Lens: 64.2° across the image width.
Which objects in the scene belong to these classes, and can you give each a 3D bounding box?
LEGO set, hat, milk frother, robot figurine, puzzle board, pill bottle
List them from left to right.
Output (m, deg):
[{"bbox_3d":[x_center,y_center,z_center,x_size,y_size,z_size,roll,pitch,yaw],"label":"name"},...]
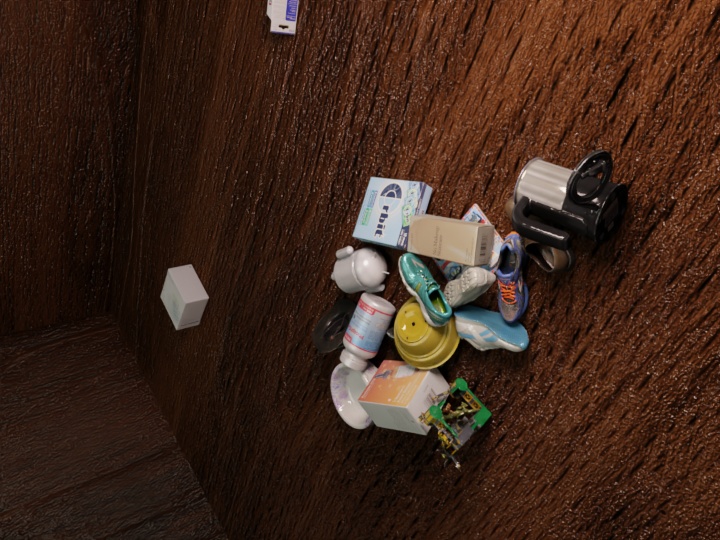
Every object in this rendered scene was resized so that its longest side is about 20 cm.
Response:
[{"bbox_3d":[-0.057,0.187,1.773,0.081,0.204,0.198,41,149,-28],"label":"hat"},{"bbox_3d":[0.000,0.000,1.643,0.170,0.114,0.198,44,145,-22],"label":"robot figurine"},{"bbox_3d":[0.015,0.176,1.631,0.108,0.108,0.204,31,102,40],"label":"pill bottle"},{"bbox_3d":[0.225,0.382,1.438,0.153,0.200,0.117,39,132,9],"label":"LEGO set"},{"bbox_3d":[0.264,-0.038,1.400,0.152,0.017,0.201,58,137,22],"label":"puzzle board"},{"bbox_3d":[0.385,-0.162,1.087,0.186,0.179,0.204,29,137,40],"label":"milk frother"}]

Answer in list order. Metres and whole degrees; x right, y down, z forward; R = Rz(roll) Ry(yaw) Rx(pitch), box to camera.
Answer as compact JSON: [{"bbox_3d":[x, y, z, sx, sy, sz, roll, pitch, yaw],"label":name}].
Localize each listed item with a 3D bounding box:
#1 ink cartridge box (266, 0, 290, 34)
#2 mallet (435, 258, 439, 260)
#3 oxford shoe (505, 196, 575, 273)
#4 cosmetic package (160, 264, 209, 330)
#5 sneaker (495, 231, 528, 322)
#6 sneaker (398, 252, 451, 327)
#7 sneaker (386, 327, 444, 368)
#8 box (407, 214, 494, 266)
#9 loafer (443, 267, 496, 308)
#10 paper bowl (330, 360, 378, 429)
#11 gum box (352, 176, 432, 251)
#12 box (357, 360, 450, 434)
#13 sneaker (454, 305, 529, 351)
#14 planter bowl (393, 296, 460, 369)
[{"bbox_3d":[-0.228,-0.818,1.711,0.037,0.093,0.205,30,122,40],"label":"ink cartridge box"},{"bbox_3d":[0.136,-0.069,1.517,0.200,0.040,0.067,44,129,36],"label":"mallet"},{"bbox_3d":[0.368,-0.080,1.218,0.202,0.083,0.073,56,137,26],"label":"oxford shoe"},{"bbox_3d":[-0.800,0.121,2.601,0.201,0.121,0.202,54,133,24],"label":"cosmetic package"},{"bbox_3d":[0.330,0.019,1.282,0.074,0.078,0.206,5,104,37],"label":"sneaker"},{"bbox_3d":[0.164,0.038,1.395,0.202,0.076,0.080,58,161,13],"label":"sneaker"},{"bbox_3d":[0.147,0.214,1.561,0.198,0.075,0.090,15,116,46],"label":"sneaker"},{"bbox_3d":[0.212,-0.075,1.368,0.197,0.077,0.098,13,104,42],"label":"box"},{"bbox_3d":[0.254,0.047,1.367,0.200,0.068,0.072,132,141,-67],"label":"loafer"},{"bbox_3d":[0.007,0.364,1.736,0.198,0.103,0.206,15,110,47],"label":"paper bowl"},{"bbox_3d":[0.081,-0.151,1.514,0.198,0.044,0.174,14,86,47],"label":"gum box"},{"bbox_3d":[0.117,0.336,1.542,0.198,0.153,0.107,-8,126,49],"label":"box"},{"bbox_3d":[0.312,0.150,1.360,0.198,0.076,0.083,23,132,45],"label":"sneaker"},{"bbox_3d":[0.151,0.143,1.464,0.197,0.083,0.206,-12,68,32],"label":"planter bowl"}]
